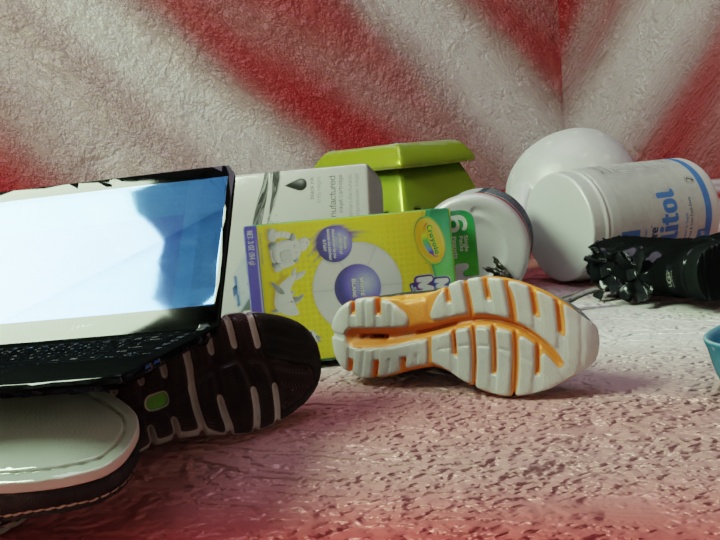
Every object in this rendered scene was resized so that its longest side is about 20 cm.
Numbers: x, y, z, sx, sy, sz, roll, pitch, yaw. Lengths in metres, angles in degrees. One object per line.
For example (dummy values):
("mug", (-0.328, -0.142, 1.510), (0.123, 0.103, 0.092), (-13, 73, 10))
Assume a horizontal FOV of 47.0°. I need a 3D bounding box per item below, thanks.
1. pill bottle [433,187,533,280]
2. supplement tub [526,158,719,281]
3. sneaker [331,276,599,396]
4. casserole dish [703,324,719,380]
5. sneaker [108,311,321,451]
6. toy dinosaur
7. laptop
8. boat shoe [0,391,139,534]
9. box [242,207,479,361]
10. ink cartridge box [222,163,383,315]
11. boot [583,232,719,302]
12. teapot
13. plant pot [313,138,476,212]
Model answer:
("pill bottle", (0.137, -0.034, 0.945), (0.119, 0.121, 0.200), (-3, 8, 14))
("supplement tub", (0.315, -0.063, 0.996), (0.198, 0.133, 0.132), (-10, 9, -24))
("sneaker", (0.076, 0.043, 0.597), (0.199, 0.079, 0.077), (2, 1, 35))
("casserole dish", (0.302, 0.049, 0.524), (0.199, 0.039, 0.121), (-13, 11, -41))
("sneaker", (-0.132, 0.070, 0.535), (0.199, 0.076, 0.115), (-11, 6, -33))
("toy dinosaur", (0.129, 0.025, 0.797), (0.199, 0.048, 0.088), (-8, 23, -26))
("laptop", (-0.175, 0.000, 0.459), (0.176, 0.104, 0.200), (-6, 5, 10))
("boat shoe", (-0.192, 0.097, 0.409), (0.198, 0.061, 0.076), (0, 29, 21))
("box", (0.006, 0.012, 0.695), (0.198, 0.118, 0.048), (-6, 1, -7))
("ink cartridge box", (-0.079, -0.014, 0.787), (0.198, 0.148, 0.086), (-4, -8, 10))
("boot", (0.339, -0.008, 0.825), (0.197, 0.074, 0.162), (-9, 5, -22))
("teapot", (0.304, -0.086, 1.137), (0.199, 0.197, 0.147), (-30, 42, 14))
("plant pot", (0.053, -0.088, 1.175), (0.199, 0.183, 0.198), (1, 10, 44))
